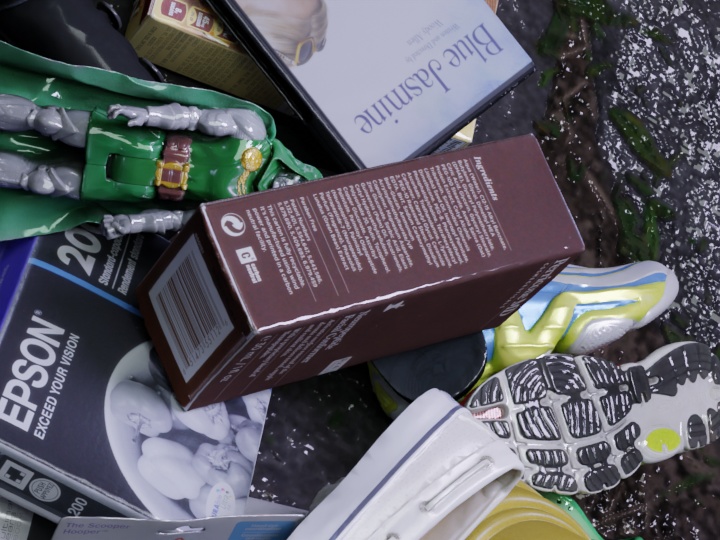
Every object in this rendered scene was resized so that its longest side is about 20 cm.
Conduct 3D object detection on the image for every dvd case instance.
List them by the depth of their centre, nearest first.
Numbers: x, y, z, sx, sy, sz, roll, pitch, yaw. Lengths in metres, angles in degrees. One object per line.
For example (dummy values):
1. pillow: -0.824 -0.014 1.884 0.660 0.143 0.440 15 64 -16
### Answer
1. dvd case: -0.010 -0.152 1.219 0.143 0.018 0.200 -38 90 -34

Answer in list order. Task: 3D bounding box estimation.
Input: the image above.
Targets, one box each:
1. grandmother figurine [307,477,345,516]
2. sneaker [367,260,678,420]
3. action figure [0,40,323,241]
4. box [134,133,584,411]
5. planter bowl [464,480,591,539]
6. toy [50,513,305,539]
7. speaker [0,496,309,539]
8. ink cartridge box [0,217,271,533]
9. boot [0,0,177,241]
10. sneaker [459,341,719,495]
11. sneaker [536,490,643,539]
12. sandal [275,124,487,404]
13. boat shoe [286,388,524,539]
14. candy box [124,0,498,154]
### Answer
1. grandmother figurine: -0.011 0.195 1.076 0.121 0.060 0.201 29 60 -43
2. sneaker: 0.085 0.008 1.251 0.199 0.076 0.106 -21 84 -28
3. action figure: -0.115 -0.055 1.091 0.198 0.055 0.119 6 115 -7
4. box: 0.000 0.000 1.101 0.199 0.100 0.075 -16 72 -32
5. planter bowl: 0.090 0.194 1.081 0.200 0.083 0.202 10 76 -45
6. toy: -0.104 0.185 1.040 0.114 0.200 0.047 1 53 -23
7. speaker: -0.117 0.140 1.116 0.199 0.081 0.082 16 69 -20
8. ink cartridge box: -0.139 0.043 1.100 0.199 0.043 0.199 27 35 -12
9. boot: -0.140 -0.111 1.136 0.065 0.165 0.201 -33 91 -6
10. sneaker: 0.120 0.089 1.230 0.199 0.085 0.078 -2 77 -42
11. sneaker: 0.074 0.151 1.208 0.199 0.074 0.084 22 69 -28
12. sandal: -0.007 -0.013 1.195 0.075 0.048 0.200 -44 74 -8
13. boat shoe: 0.001 0.147 1.010 0.070 0.071 0.200 35 67 19
14. candy box: -0.024 -0.147 1.256 0.199 0.055 0.116 20 66 -18
